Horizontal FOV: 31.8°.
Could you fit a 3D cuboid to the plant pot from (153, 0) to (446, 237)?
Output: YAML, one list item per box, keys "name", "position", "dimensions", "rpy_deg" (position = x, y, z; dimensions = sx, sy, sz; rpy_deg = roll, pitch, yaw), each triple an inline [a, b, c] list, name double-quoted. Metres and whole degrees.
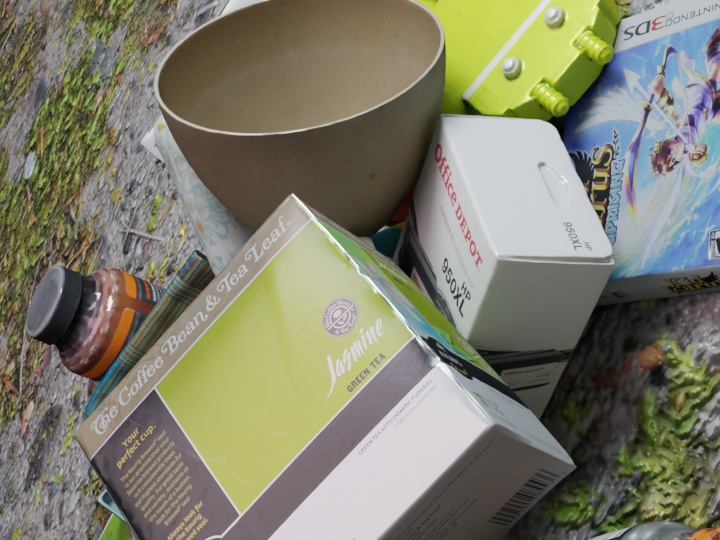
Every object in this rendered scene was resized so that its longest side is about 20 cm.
- name: "plant pot"
  position: [-0.031, -0.094, 0.892]
  dimensions: [0.199, 0.135, 0.201]
  rpy_deg: [-8, 38, 6]

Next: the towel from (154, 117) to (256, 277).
- name: "towel"
  position: [-0.103, -0.041, 1.013]
  dimensions: [0.048, 0.172, 0.200]
  rpy_deg: [-27, 4, 4]

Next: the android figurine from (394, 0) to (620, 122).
- name: "android figurine"
  position: [0.106, -0.178, 0.922]
  dimensions: [0.182, 0.041, 0.200]
  rpy_deg: [-48, 45, 9]

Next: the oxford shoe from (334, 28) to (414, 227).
- name: "oxford shoe"
  position: [0.025, -0.123, 1.032]
  dimensions: [0.071, 0.201, 0.073]
  rpy_deg: [11, 44, 28]

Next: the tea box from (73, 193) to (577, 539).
- name: "tea box"
  position: [-0.023, 0.104, 0.734]
  dimensions: [0.200, 0.133, 0.197]
  rpy_deg: [-46, 58, 8]

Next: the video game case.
- name: "video game case"
  position: [0.209, -0.083, 0.834]
  dimensions: [0.181, 0.045, 0.201]
  rpy_deg: [-12, 62, 52]

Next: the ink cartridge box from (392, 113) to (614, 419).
- name: "ink cartridge box"
  position: [0.082, 0.015, 0.858]
  dimensions: [0.145, 0.084, 0.201]
  rpy_deg: [-107, 25, -44]

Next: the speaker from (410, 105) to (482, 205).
- name: "speaker"
  position: [0.084, -0.114, 0.991]
  dimensions: [0.088, 0.088, 0.201]
  rpy_deg: [-24, 53, 46]

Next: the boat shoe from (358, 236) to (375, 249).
- name: "boat shoe"
  position: [-0.037, 0.071, 0.858]
  dimensions: [0.073, 0.061, 0.201]
  rpy_deg: [-146, 70, -70]

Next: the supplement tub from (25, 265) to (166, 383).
- name: "supplement tub"
  position: [-0.210, 0.063, 1.196]
  dimensions: [0.107, 0.199, 0.108]
  rpy_deg: [-36, 41, 39]

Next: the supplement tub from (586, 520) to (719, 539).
- name: "supplement tub"
  position: [0.136, 0.212, 0.700]
  dimensions: [0.200, 0.122, 0.123]
  rpy_deg: [-29, 49, 43]

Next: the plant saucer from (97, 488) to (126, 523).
- name: "plant saucer"
  position: [-0.108, 0.217, 0.987]
  dimensions: [0.070, 0.199, 0.019]
  rpy_deg: [-49, -10, -41]

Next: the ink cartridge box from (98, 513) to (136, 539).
- name: "ink cartridge box"
  position: [-0.147, 0.223, 1.066]
  dimensions: [0.076, 0.147, 0.200]
  rpy_deg: [-60, 33, 24]

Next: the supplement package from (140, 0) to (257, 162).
- name: "supplement package"
  position: [-0.070, -0.154, 1.140]
  dimensions: [0.200, 0.155, 0.111]
  rpy_deg: [-54, -7, 20]

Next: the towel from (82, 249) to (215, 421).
- name: "towel"
  position: [-0.142, 0.094, 1.140]
  dimensions: [0.200, 0.146, 0.022]
  rpy_deg: [-53, 19, 20]

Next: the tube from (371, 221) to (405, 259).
- name: "tube"
  position: [0.000, 0.000, 0.987]
  dimensions: [0.077, 0.200, 0.051]
  rpy_deg: [-40, 85, 30]
